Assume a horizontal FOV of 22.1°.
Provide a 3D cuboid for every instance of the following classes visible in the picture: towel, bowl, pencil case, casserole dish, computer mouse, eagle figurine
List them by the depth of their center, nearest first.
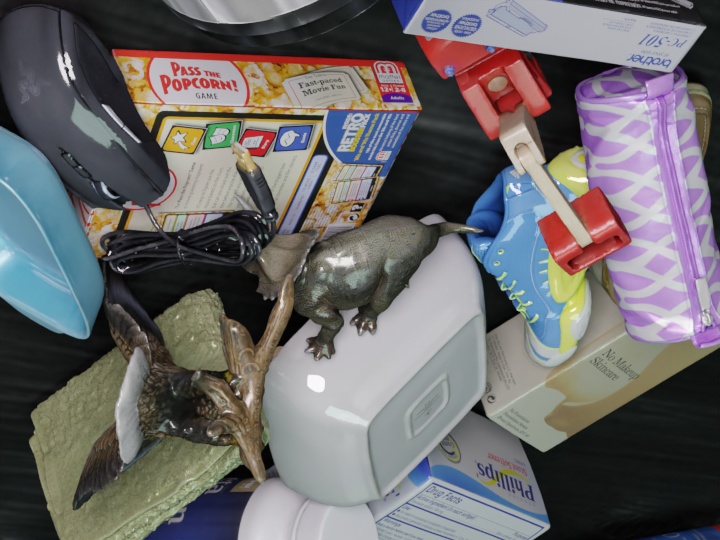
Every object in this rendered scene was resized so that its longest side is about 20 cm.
[{"bbox_3d":[-0.132,-0.068,1.082,0.139,0.046,0.201,-3,130,26],"label":"computer mouse"},{"bbox_3d":[-0.216,-0.033,1.135,0.039,0.121,0.201,-51,153,-24],"label":"casserole dish"},{"bbox_3d":[-0.130,0.082,1.197,0.152,0.199,0.151,-48,124,-31],"label":"eagle figurine"},{"bbox_3d":[0.203,-0.043,1.264,0.083,0.086,0.201,-20,110,-7],"label":"pencil case"},{"bbox_3d":[-0.157,0.118,1.330,0.200,0.149,0.036,-38,144,20],"label":"towel"},{"bbox_3d":[0.025,0.079,1.357,0.200,0.074,0.200,-44,154,-22],"label":"bowl"}]

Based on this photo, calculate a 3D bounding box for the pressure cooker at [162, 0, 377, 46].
[{"bbox_3d":[-0.054,-0.210,0.902,0.178,0.177,0.200,-24,142,12],"label":"pressure cooker"}]

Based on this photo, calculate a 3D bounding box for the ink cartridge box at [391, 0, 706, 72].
[{"bbox_3d":[0.104,-0.176,1.100,0.199,0.094,0.044,4,140,-30],"label":"ink cartridge box"}]

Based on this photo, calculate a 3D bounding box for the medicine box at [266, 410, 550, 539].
[{"bbox_3d":[0.027,0.206,1.580,0.200,0.103,0.182,-37,142,22],"label":"medicine box"}]

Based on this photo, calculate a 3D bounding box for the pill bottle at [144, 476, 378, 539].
[{"bbox_3d":[-0.089,0.221,1.469,0.199,0.112,0.111,-6,156,33],"label":"pill bottle"}]

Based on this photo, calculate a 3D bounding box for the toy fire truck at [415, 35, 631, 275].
[{"bbox_3d":[0.097,-0.096,1.164,0.049,0.142,0.200,-29,145,13],"label":"toy fire truck"}]

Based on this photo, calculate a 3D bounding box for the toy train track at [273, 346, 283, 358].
[{"bbox_3d":[-0.135,0.108,1.420,0.199,0.033,0.115,-32,168,2],"label":"toy train track"}]

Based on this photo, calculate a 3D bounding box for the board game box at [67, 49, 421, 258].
[{"bbox_3d":[-0.079,-0.071,1.194,0.199,0.047,0.152,-1,142,-26],"label":"board game box"}]

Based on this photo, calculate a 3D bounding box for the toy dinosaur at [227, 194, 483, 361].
[{"bbox_3d":[0.000,0.000,1.226,0.198,0.077,0.102,-7,152,-16],"label":"toy dinosaur"}]

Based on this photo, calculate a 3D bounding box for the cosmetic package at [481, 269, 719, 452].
[{"bbox_3d":[0.195,0.057,1.487,0.199,0.071,0.105,-34,143,20],"label":"cosmetic package"}]

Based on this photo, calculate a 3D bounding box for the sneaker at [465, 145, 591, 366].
[{"bbox_3d":[0.121,-0.010,1.365,0.104,0.076,0.201,0,130,-11],"label":"sneaker"}]

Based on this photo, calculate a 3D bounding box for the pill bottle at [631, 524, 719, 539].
[{"bbox_3d":[0.293,0.328,1.874,0.199,0.113,0.113,-8,144,-19],"label":"pill bottle"}]

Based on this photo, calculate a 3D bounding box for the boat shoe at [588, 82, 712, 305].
[{"bbox_3d":[0.218,-0.051,1.352,0.073,0.067,0.201,-7,142,-16],"label":"boat shoe"}]
